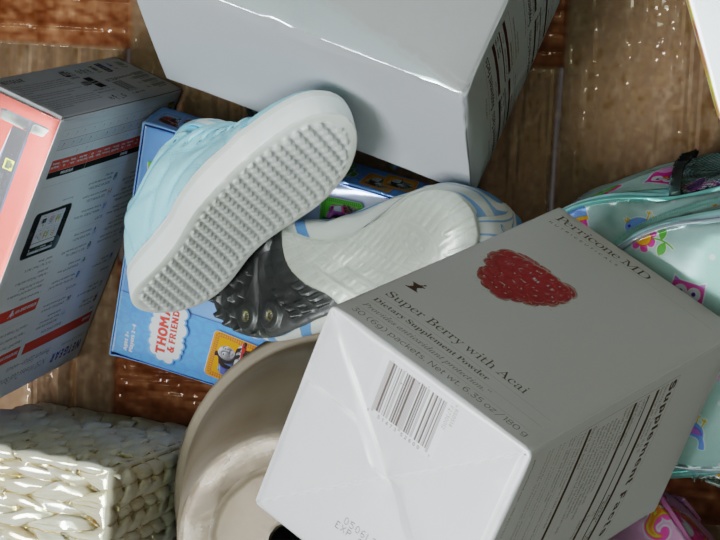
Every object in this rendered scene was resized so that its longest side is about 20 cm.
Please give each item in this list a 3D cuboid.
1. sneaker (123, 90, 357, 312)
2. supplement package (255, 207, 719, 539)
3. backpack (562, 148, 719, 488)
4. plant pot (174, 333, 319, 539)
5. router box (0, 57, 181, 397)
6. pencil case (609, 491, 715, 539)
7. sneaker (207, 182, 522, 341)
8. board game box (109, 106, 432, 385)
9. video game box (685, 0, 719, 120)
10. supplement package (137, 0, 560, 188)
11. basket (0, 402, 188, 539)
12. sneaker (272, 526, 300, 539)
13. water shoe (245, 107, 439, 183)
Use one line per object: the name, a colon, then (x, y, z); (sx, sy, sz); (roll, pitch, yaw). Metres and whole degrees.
sneaker: (-0.076, -0.056, 1.309); (0.200, 0.074, 0.082); (-39, 57, 43)
supplement package: (0.069, 0.068, 1.175); (0.121, 0.200, 0.120); (35, 122, 23)
backpack: (0.182, 0.027, 1.312); (0.199, 0.153, 0.177); (-8, 101, 23)
plant pot: (-0.020, 0.131, 1.304); (0.199, 0.173, 0.201); (1, 94, 13)
router box: (-0.181, -0.022, 1.368); (0.049, 0.200, 0.180); (25, 103, 9)
pencil case: (0.107, 0.200, 1.315); (0.200, 0.087, 0.088); (-39, 87, 10)
sneaker: (0.000, 0.000, 1.331); (0.199, 0.072, 0.072); (-12, 73, 37)
board game box: (-0.038, 0.005, 1.404); (0.199, 0.037, 0.152); (17, 116, 11)
video game box: (0.180, -0.182, 1.262); (0.047, 0.182, 0.201); (-15, 94, 14)
supplement package: (0.011, -0.181, 1.287); (0.190, 0.147, 0.201); (22, 74, 11)
basket: (-0.174, 0.149, 1.397); (0.135, 0.200, 0.124); (8, 94, 12)
sneaker: (-0.059, 0.211, 1.444); (0.115, 0.075, 0.200); (44, 96, 9)
water shoe: (-0.026, -0.094, 1.377); (0.200, 0.072, 0.079); (38, 75, 16)
